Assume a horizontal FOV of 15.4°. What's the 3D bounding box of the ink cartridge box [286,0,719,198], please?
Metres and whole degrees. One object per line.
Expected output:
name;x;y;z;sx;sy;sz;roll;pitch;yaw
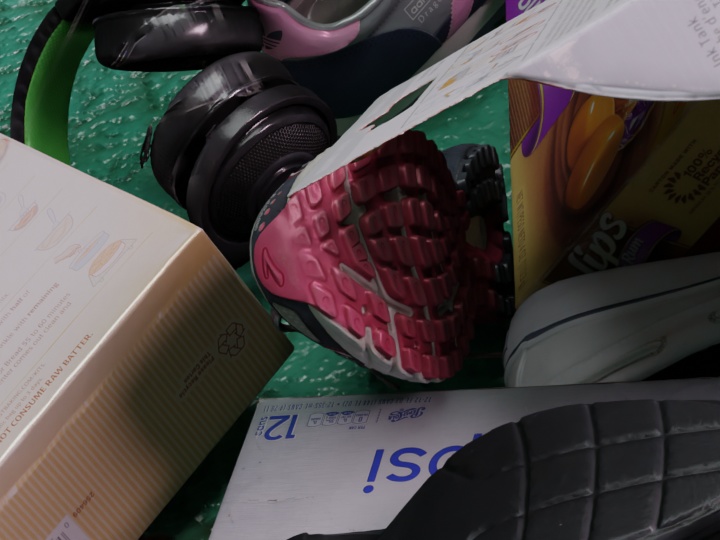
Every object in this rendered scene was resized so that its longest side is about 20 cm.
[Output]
ink cartridge box;0.088;-0.068;0.756;0.200;0.057;0.163;-34;5;15

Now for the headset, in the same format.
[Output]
headset;-0.063;-0.071;0.963;0.200;0.094;0.124;-38;69;32

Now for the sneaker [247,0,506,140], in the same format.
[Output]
sneaker;0.034;-0.145;1.038;0.070;0.082;0.200;28;77;40

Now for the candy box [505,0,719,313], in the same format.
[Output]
candy box;0.105;-0.076;0.935;0.117;0.056;0.200;-50;24;34

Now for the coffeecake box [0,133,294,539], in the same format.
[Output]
coffeecake box;-0.149;0.032;0.933;0.200;0.073;0.154;25;69;43

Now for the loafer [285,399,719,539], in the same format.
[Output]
loafer;0.036;0.097;0.747;0.200;0.072;0.073;-25;30;28

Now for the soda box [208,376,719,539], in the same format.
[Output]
soda box;0.059;0.079;0.809;0.199;0.064;0.068;-4;39;20

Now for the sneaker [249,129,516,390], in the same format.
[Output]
sneaker;0.000;0.000;0.871;0.074;0.081;0.200;-9;-2;14

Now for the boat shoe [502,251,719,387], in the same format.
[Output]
boat shoe;0.142;0.027;0.839;0.200;0.074;0.065;-18;41;20
